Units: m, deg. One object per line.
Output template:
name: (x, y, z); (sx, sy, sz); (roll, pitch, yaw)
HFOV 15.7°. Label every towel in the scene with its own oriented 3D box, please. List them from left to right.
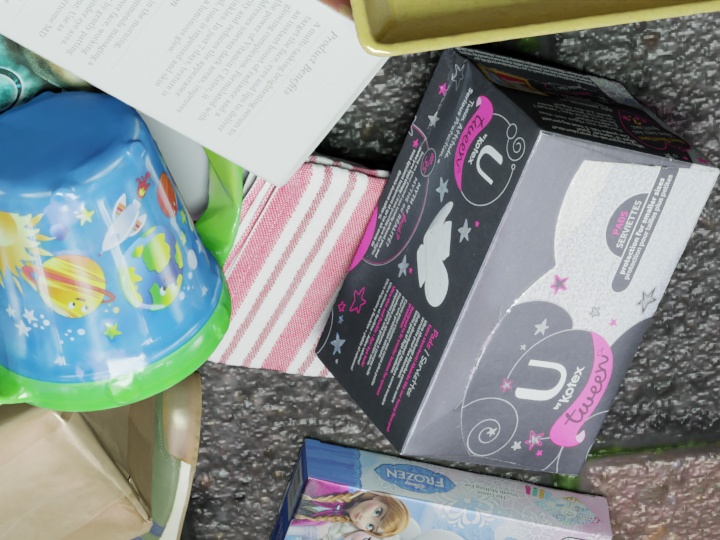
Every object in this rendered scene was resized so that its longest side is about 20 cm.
towel: (0.000, 0.000, 1.494); (0.200, 0.030, 0.146); (9, 128, -33)

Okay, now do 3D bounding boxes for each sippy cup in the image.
sippy cup: (-0.146, -0.018, 1.358); (0.140, 0.178, 0.130); (-1, 129, 16)

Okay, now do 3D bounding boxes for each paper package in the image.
paper package: (-0.221, 0.099, 1.476); (0.200, 0.191, 0.104); (-26, 118, 12)

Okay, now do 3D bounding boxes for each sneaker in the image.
sneaker: (-0.155, 0.141, 1.584); (0.090, 0.067, 0.200); (5, 128, -13)

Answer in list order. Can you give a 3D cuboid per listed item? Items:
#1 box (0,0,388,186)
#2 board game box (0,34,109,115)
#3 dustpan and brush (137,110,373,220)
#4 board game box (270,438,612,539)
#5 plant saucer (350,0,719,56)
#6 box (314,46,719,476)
box: (-0.093, -0.164, 1.320); (0.200, 0.152, 0.106); (28, 121, -22)
board game box: (-0.227, -0.072, 1.391); (0.135, 0.028, 0.200); (20, 127, -29)
dustpan and brush: (-0.066, -0.068, 1.458); (0.200, 0.057, 0.140); (26, 128, -12)
board game box: (0.034, 0.211, 1.660); (0.199, 0.043, 0.200); (11, 125, -11)
plant saucer: (0.073, -0.205, 1.292); (0.200, 0.200, 0.048); (-9, 169, -13)
box: (0.086, -0.002, 1.427); (0.132, 0.115, 0.200); (10, 115, -33)
